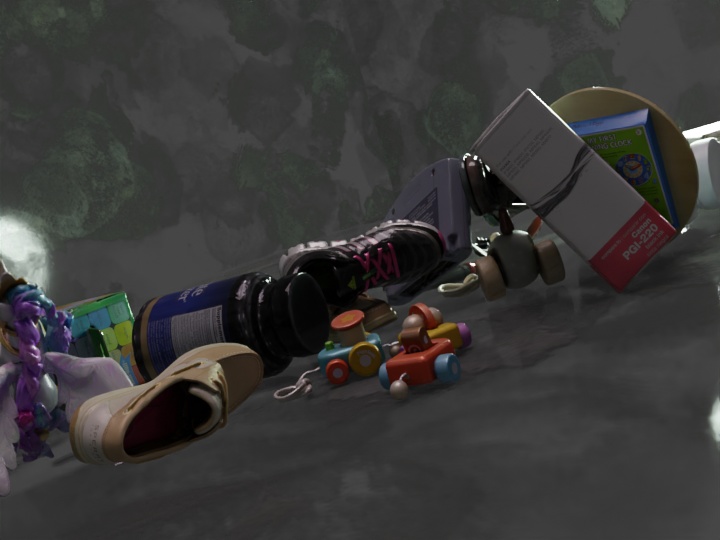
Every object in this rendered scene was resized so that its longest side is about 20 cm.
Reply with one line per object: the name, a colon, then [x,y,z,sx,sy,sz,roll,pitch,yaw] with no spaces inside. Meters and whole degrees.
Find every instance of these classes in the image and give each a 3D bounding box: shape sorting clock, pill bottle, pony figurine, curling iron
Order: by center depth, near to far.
pony figurine: [-0.297,0.106,0.806,0.164,0.196,0.200,-15,-14,-25]
pill bottle: [-0.137,0.065,0.964,0.197,0.114,0.112,-14,6,25]
shape sorting clock: [0.274,-0.106,0.991,0.198,0.202,0.039,-10,26,45]
pill bottle: [0.365,-0.105,1.156,0.198,0.114,0.112,-11,7,39]
curling iron: [0.137,-0.002,1.235,0.049,0.026,0.199,31,37,27]

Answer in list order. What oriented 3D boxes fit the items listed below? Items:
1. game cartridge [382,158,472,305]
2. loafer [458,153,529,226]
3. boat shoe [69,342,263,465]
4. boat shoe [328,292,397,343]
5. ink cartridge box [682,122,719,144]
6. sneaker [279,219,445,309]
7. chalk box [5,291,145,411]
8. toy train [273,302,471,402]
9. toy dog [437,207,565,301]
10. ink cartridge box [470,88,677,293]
game cartridge: [0.079,-0.050,1.111,0.040,0.136,0.200,4,-22,-22]
loafer: [0.160,-0.099,1.039,0.062,0.073,0.200,-14,-10,16]
boat shoe: [-0.146,0.116,0.761,0.068,0.075,0.199,4,19,38]
boat shoe: [-0.028,0.045,1.075,0.070,0.066,0.199,-20,7,-32]
ink cartridge box: [0.596,-0.197,1.447,0.143,0.086,0.200,-16,8,5]
sneaker: [0.000,0.000,1.003,0.196,0.075,0.088,-10,24,8]
chalk box: [-0.355,0.106,1.139,0.123,0.127,0.198,-21,9,-43]
toy train: [0.015,0.068,0.793,0.198,0.057,0.149,-11,7,39]
toy dog: [0.168,-0.028,1.062,0.130,0.098,0.200,-18,6,-18]
ink cartridge box: [0.212,-0.086,0.909,0.085,0.200,0.146,-48,-2,14]
